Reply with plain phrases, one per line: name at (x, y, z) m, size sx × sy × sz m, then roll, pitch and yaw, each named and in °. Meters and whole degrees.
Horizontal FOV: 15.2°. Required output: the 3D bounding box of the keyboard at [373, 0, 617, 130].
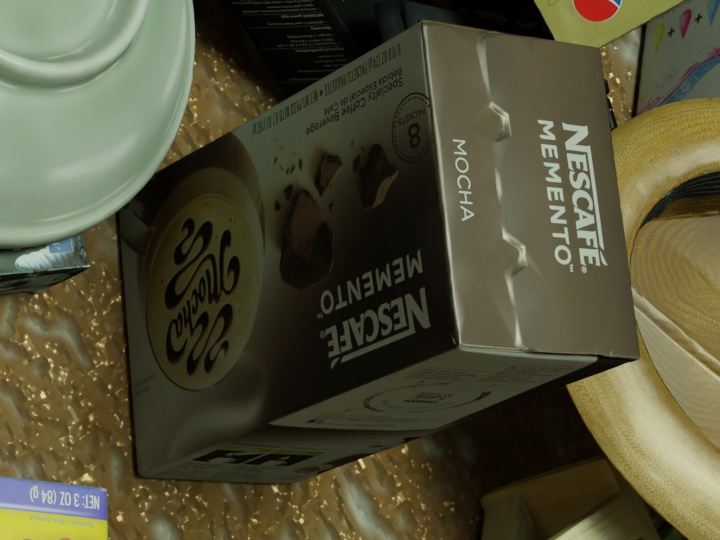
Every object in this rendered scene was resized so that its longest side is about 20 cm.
keyboard at (0.067, -0.083, 1.080) m, size 0.200 × 0.039 × 0.105 m, roll 1°, pitch 67°, yaw -65°

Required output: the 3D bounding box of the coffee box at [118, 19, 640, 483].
coffee box at (0.000, 0.000, 0.951) m, size 0.079 × 0.200 × 0.114 m, roll 5°, pitch 72°, yaw -35°

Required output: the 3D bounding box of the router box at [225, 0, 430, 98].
router box at (-0.006, -0.186, 1.065) m, size 0.149 × 0.051 × 0.201 m, roll 57°, pitch 43°, yaw -48°

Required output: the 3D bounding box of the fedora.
fedora at (0.151, 0.034, 1.052) m, size 0.199 × 0.082 × 0.202 m, roll 6°, pitch 68°, yaw -16°

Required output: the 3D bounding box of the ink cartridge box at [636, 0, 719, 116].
ink cartridge box at (0.178, -0.062, 1.162) m, size 0.068 × 0.115 × 0.201 m, roll 24°, pitch 61°, yaw -30°

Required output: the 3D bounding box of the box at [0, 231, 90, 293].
box at (-0.180, -0.087, 0.946) m, size 0.136 × 0.040 × 0.201 m, roll -7°, pitch 80°, yaw -39°

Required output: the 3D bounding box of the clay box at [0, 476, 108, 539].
clay box at (-0.141, 0.168, 0.887) m, size 0.114 × 0.048 × 0.201 m, roll 9°, pitch 69°, yaw -34°

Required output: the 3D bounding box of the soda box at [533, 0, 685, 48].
soda box at (0.101, -0.136, 1.092) m, size 0.068 × 0.064 × 0.200 m, roll 61°, pitch 11°, yaw -5°

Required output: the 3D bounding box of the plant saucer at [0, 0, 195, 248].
plant saucer at (-0.128, -0.110, 0.935) m, size 0.199 × 0.050 × 0.202 m, roll 15°, pitch 66°, yaw -37°

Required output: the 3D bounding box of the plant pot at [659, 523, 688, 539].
plant pot at (0.238, 0.166, 1.088) m, size 0.199 × 0.184 × 0.202 m, roll 13°, pitch 67°, yaw -34°

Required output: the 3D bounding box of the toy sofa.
toy sofa at (0.035, 0.156, 1.003) m, size 0.199 × 0.083 × 0.098 m, roll -29°, pitch 92°, yaw -40°
